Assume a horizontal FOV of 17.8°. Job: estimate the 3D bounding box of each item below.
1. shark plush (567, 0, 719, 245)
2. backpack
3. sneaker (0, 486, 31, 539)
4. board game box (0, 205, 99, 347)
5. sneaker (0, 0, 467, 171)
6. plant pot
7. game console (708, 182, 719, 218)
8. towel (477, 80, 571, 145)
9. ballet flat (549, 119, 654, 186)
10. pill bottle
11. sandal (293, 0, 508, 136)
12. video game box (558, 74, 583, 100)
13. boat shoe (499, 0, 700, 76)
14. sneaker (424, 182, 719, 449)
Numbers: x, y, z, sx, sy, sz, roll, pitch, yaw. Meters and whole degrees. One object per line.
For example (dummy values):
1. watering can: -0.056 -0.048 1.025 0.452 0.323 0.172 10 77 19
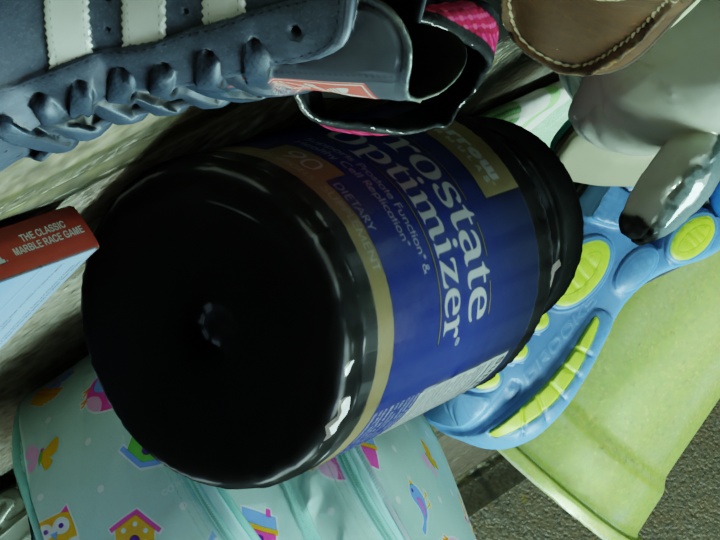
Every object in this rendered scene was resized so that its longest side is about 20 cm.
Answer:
1. shark plush: 0.137 -0.094 0.727 0.200 0.091 0.083 -42 166 35
2. backpack: -0.042 0.105 0.931 0.153 0.176 0.200 -38 130 17
3. sneaker: -0.110 0.119 1.071 0.200 0.086 0.078 -33 175 12
4. board game box: -0.174 0.052 0.743 0.200 0.019 0.103 -42 170 36
5. sneaker: -0.030 -0.057 0.506 0.200 0.085 0.075 -38 170 17
6. plant pot: 0.139 0.022 1.271 0.184 0.200 0.200 -48 170 5
7. game console: 0.234 -0.067 0.841 0.200 0.119 0.171 -26 139 19
8. towel: 0.017 -0.022 1.045 0.200 0.023 0.153 -26 166 -44
9. ballet flat: 0.168 -0.075 0.907 0.200 0.070 0.069 -32 170 -16
10. pill bottle: 0.000 0.000 0.818 0.112 0.112 0.200 -41 170 31
11. sandal: 0.008 -0.067 0.714 0.075 0.045 0.200 -41 169 21
12. video game box: 0.166 -0.136 0.935 0.200 0.047 0.182 -36 173 2
13. boat shoe: 0.065 -0.104 0.613 0.075 0.075 0.202 -59 172 -27
14. sneaker: 0.092 -0.009 0.970 0.200 0.071 0.083 -46 -156 -16
